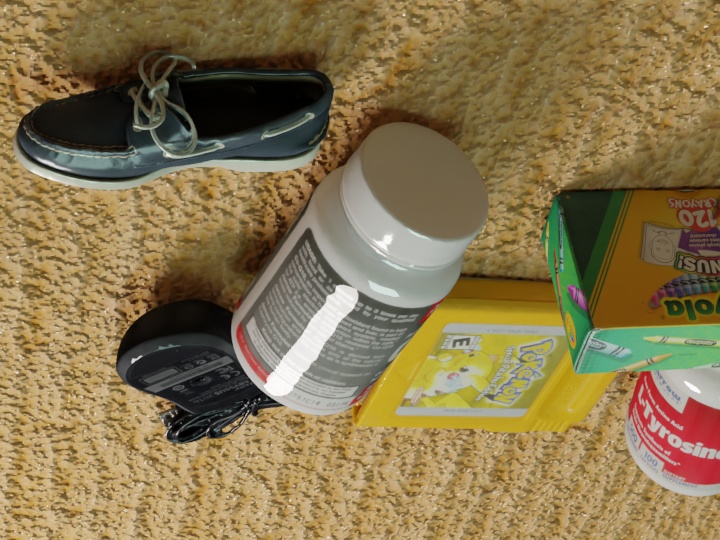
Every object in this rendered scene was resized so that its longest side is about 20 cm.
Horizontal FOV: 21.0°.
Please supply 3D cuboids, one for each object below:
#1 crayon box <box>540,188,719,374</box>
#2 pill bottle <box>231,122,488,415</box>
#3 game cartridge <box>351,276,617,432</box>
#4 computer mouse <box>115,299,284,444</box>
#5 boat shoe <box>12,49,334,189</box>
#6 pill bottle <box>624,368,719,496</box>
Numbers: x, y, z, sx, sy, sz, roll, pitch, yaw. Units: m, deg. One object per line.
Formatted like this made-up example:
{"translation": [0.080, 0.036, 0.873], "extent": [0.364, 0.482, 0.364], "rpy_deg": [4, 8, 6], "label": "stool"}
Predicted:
{"translation": [0.238, 0.006, 1.380], "extent": [0.198, 0.120, 0.058], "rpy_deg": [-2, 145, -13], "label": "crayon box"}
{"translation": [0.000, 0.000, 1.313], "extent": [0.113, 0.115, 0.200], "rpy_deg": [9, 141, -26], "label": "pill bottle"}
{"translation": [0.111, 0.070, 1.514], "extent": [0.198, 0.033, 0.177], "rpy_deg": [4, 142, -19], "label": "game cartridge"}
{"translation": [-0.119, 0.066, 1.436], "extent": [0.137, 0.053, 0.200], "rpy_deg": [-19, 155, 13], "label": "computer mouse"}
{"translation": [-0.112, -0.093, 1.187], "extent": [0.198, 0.075, 0.062], "rpy_deg": [-1, 146, -16], "label": "boat shoe"}
{"translation": [0.275, 0.080, 1.499], "extent": [0.111, 0.113, 0.201], "rpy_deg": [-5, 145, -8], "label": "pill bottle"}
